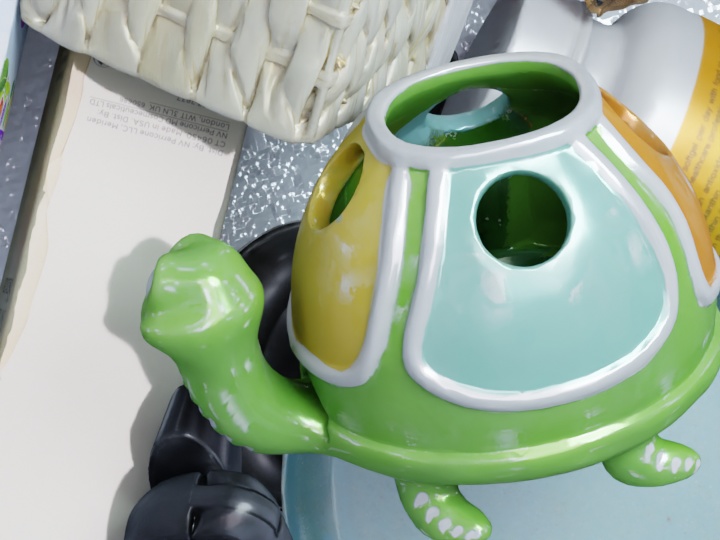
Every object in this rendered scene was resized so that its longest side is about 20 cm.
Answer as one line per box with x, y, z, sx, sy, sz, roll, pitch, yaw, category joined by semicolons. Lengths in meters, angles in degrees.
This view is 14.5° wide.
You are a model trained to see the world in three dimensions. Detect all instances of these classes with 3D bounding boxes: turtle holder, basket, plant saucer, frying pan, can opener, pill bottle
0.029;0.000;0.968;0.185;0.141;0.132;1;123;15;turtle holder
-0.023;-0.157;0.975;0.135;0.123;0.200;24;120;13;basket
0.070;0.079;1.065;0.199;0.027;0.201;0;97;1;plant saucer
0.007;0.014;1.111;0.190;0.031;0.115;-44;121;-24;frying pan
-0.040;0.123;1.038;0.063;0.200;0.079;11;56;19;can opener
0.134;-0.036;1.100;0.200;0.111;0.111;25;86;-10;pill bottle

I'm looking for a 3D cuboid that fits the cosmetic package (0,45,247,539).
-0.099;0.013;1.062;0.073;0.104;0.201;15;87;-9;cosmetic package

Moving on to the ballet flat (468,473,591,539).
0.062;0.093;1.111;0.073;0.073;0.200;-24;97;-10;ballet flat

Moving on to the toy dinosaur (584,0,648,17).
0.071;-0.185;1.013;0.106;0.060;0.200;-21;103;16;toy dinosaur

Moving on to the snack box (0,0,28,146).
-0.197;-0.124;1.007;0.168;0.068;0.201;12;88;-3;snack box
